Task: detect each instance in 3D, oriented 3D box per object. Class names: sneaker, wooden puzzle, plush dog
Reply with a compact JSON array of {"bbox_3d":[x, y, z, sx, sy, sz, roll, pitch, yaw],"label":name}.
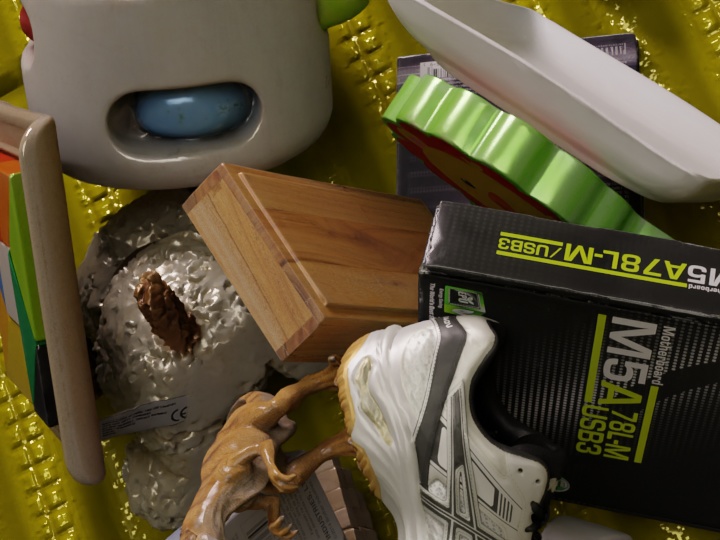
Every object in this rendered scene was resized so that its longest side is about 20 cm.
[{"bbox_3d":[0.059,0.117,0.772,0.087,0.076,0.202,-19,95,15],"label":"sneaker"},{"bbox_3d":[-0.179,0.006,0.913,0.037,0.200,0.187,-10,101,-15],"label":"wooden puzzle"},{"bbox_3d":[-0.110,0.022,0.982,0.200,0.160,0.172,-47,41,0],"label":"plush dog"}]

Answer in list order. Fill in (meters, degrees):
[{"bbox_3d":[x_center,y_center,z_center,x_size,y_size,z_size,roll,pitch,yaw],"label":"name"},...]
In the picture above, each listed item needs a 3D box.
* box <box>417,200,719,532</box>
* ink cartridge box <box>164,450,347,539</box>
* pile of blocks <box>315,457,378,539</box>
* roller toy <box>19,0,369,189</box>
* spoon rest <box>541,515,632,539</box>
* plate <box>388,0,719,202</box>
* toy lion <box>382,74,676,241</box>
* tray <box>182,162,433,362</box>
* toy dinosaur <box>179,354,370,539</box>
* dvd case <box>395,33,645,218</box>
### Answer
[{"bbox_3d":[0.125,0.055,0.837,0.191,0.201,0.048,12,56,9],"label":"box"},{"bbox_3d":[-0.073,0.191,0.820,0.042,0.200,0.120,-12,109,43],"label":"ink cartridge box"},{"bbox_3d":[-0.067,0.185,0.953,0.200,0.062,0.082,-46,63,6],"label":"pile of blocks"},{"bbox_3d":[-0.109,-0.129,0.979,0.198,0.182,0.141,14,120,35],"label":"roller toy"},{"bbox_3d":[0.081,0.220,0.833,0.099,0.060,0.202,11,81,32],"label":"spoon rest"},{"bbox_3d":[0.122,-0.088,0.886,0.199,0.199,0.033,37,109,22],"label":"plate"},{"bbox_3d":[0.105,-0.027,0.866,0.199,0.192,0.069,33,85,18],"label":"toy lion"},{"bbox_3d":[0.000,0.000,0.889,0.037,0.199,0.099,-43,67,21],"label":"tray"},{"bbox_3d":[-0.048,0.079,0.814,0.105,0.200,0.061,-19,107,14],"label":"toy dinosaur"},{"bbox_3d":[0.093,-0.036,0.987,0.147,0.016,0.202,-4,74,16],"label":"dvd case"}]
